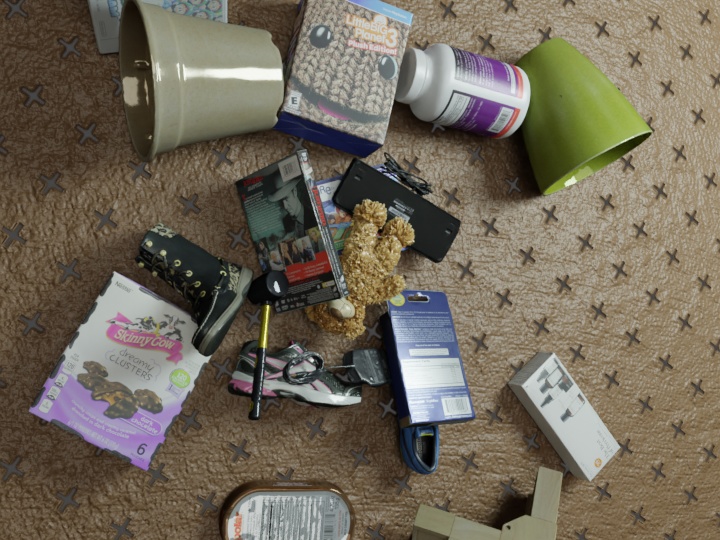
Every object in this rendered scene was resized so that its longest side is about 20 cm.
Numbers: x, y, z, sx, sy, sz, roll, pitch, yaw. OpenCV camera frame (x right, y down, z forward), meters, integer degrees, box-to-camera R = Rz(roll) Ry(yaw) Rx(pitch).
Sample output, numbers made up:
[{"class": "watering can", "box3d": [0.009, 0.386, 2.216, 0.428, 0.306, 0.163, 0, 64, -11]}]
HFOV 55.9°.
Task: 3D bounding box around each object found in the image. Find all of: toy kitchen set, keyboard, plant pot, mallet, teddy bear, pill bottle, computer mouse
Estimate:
[{"class": "toy kitchen set", "box3d": [0.193, 0.409, 1.055, 0.197, 0.181, 0.165, 12, 125, 15]}, {"class": "keyboard", "box3d": [0.062, -0.100, 1.019, 0.198, 0.040, 0.105, 29, 101, -16]}, {"class": "plant pot", "box3d": [-0.208, -0.253, 0.902, 0.181, 0.200, 0.204, -9, 90, -29]}, {"class": "mallet", "box3d": [-0.128, 0.095, 0.914, 0.041, 0.066, 0.203, 17, 57, -31]}, {"class": "teddy bear", "box3d": [0.000, 0.000, 0.969, 0.200, 0.067, 0.145, -44, 112, -8]}, {"class": "pill bottle", "box3d": [0.151, -0.273, 1.029, 0.197, 0.112, 0.115, 8, 85, -25]}, {"class": "computer mouse", "box3d": [-0.029, 0.142, 0.956, 0.198, 0.034, 0.059, 4, 57, -39]}, {"class": "plant pot", "box3d": [0.324, -0.254, 1.074, 0.185, 0.187, 0.202, -24, 82, -17]}]

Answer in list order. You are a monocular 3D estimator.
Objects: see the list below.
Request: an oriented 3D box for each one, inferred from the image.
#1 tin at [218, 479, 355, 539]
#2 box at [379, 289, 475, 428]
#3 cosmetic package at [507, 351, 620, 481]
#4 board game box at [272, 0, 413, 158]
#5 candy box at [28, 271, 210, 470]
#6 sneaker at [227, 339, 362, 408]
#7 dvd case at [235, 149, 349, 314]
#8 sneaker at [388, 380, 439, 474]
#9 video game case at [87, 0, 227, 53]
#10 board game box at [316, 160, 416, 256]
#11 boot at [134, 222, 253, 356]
[{"class": "tin", "box3d": [-0.102, 0.360, 0.973, 0.196, 0.042, 0.114, 5, 82, -17]}, {"class": "box", "box3d": [0.096, 0.127, 1.011, 0.119, 0.032, 0.203, 4, 65, -31]}, {"class": "cosmetic package", "box3d": [0.332, 0.237, 1.106, 0.082, 0.051, 0.201, -39, 99, -14]}, {"class": "board game box", "box3d": [-0.029, -0.291, 0.994, 0.157, 0.097, 0.204, 14, 84, -16]}, {"class": "candy box", "box3d": [-0.305, 0.130, 0.901, 0.166, 0.071, 0.202, 31, 79, -14]}, {"class": "sneaker", "box3d": [-0.084, 0.145, 0.969, 0.197, 0.080, 0.088, 14, 73, -22]}, {"class": "dvd case", "box3d": [-0.097, -0.048, 0.943, 0.022, 0.145, 0.203, -21, 94, -47]}, {"class": "sneaker", "box3d": [0.086, 0.202, 1.018, 0.065, 0.078, 0.204, -8, 88, -15]}, {"class": "video game case", "box3d": [-0.262, -0.370, 0.878, 0.179, 0.201, 0.024, -13, 65, -17]}, {"class": "board game box", "box3d": [-0.025, -0.073, 1.016, 0.197, 0.034, 0.138, -17, 93, -18]}, {"class": "boot", "box3d": [-0.227, 0.020, 0.878, 0.152, 0.204, 0.074, 31, 111, -10]}]
